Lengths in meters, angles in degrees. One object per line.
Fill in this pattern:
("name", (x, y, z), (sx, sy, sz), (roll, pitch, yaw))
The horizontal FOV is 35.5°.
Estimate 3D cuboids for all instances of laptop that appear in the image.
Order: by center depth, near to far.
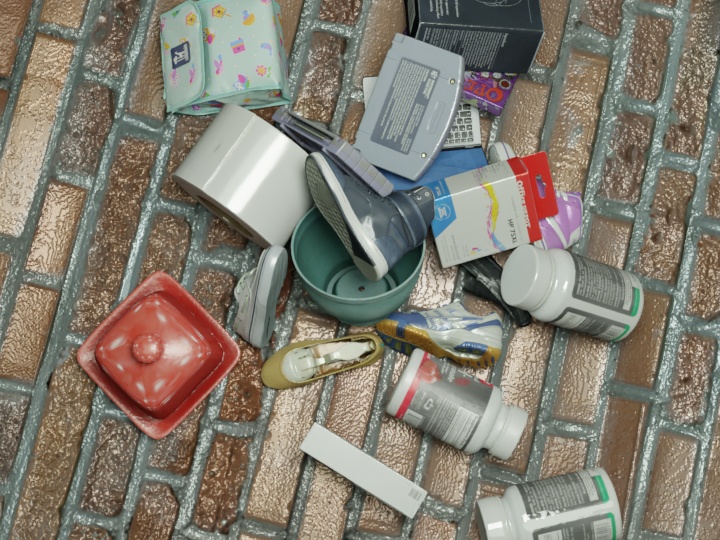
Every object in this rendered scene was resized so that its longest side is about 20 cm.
("laptop", (0.104, -0.222, 1.767), (0.185, 0.116, 0.202), (-4, 88, -2))

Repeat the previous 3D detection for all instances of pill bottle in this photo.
("pill bottle", (0.279, 0.370, 1.682), (0.198, 0.113, 0.114), (-11, 82, -3))
("pill bottle", (0.320, 0.032, 1.704), (0.199, 0.113, 0.114), (17, 81, -25))
("pill bottle", (0.148, 0.209, 1.711), (0.199, 0.111, 0.111), (26, 82, 2))

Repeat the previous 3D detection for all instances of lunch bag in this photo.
("lunch bag", (-0.221, -0.340, 1.779), (0.198, 0.122, 0.172), (-7, 84, 6))

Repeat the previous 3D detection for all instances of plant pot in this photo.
("plant pot", (0.000, 0.000, 1.705), (0.198, 0.135, 0.202), (-2, 54, 2))

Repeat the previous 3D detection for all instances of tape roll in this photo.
("tape roll", (-0.166, -0.138, 1.709), (0.202, 0.203, 0.140), (35, 83, 4))

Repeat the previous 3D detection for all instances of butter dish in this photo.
("butter dish", (-0.312, 0.123, 1.695), (0.199, 0.148, 0.200), (44, 83, 4))

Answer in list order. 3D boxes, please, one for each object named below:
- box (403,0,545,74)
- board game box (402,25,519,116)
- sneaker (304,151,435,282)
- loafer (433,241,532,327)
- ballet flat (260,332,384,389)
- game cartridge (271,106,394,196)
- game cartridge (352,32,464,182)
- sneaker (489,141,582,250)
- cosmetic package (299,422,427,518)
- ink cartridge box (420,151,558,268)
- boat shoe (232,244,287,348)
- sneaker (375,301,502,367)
("box", (0.175, -0.405, 1.770), (0.198, 0.107, 0.150), (2, 61, -7))
("board game box", (0.154, -0.334, 1.805), (0.199, 0.032, 0.121), (24, 63, 5))
("sneaker", (0.019, -0.107, 1.609), (0.146, 0.077, 0.203), (-37, 104, -21))
("loafer", (0.193, 0.013, 1.764), (0.070, 0.068, 0.201), (-38, 79, 2))
("ballet flat", (-0.061, 0.134, 1.741), (0.198, 0.063, 0.069), (-17, 84, -3))
("game cartridge", (-0.043, -0.177, 1.705), (0.038, 0.200, 0.130), (-49, 129, -5))
("game cartridge", (0.078, -0.244, 1.703), (0.132, 0.042, 0.201), (23, 95, 9))
("sneaker", (0.285, -0.125, 1.787), (0.114, 0.073, 0.202), (-25, 93, -8))
("cosmetic package", (0.003, 0.303, 1.710), (0.199, 0.083, 0.051), (31, 85, 4))
("ink cartridge box", (0.201, -0.093, 1.691), (0.198, 0.067, 0.117), (-17, 117, 3))
("boat shoe", (-0.161, 0.037, 1.699), (0.066, 0.201, 0.074), (23, 39, 9))
("sneaker", (0.125, 0.090, 1.758), (0.198, 0.076, 0.089), (13, 56, 5))
